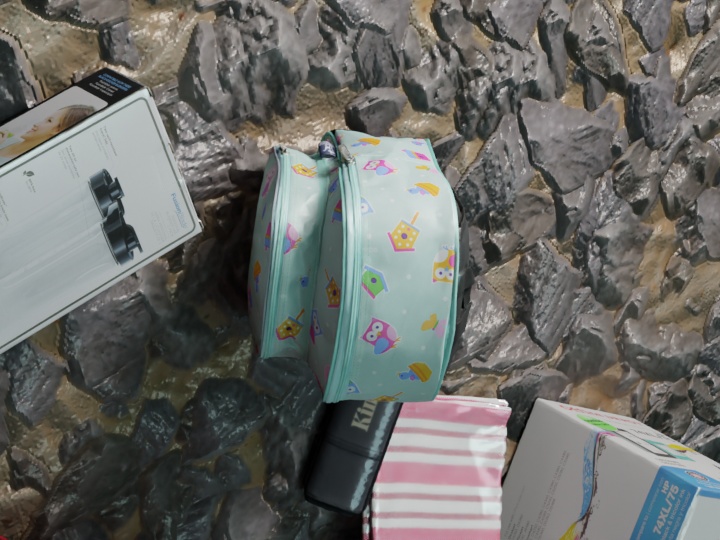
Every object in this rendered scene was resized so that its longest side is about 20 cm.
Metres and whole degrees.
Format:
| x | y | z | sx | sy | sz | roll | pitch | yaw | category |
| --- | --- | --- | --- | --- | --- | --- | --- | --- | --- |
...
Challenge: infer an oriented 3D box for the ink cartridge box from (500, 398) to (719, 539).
| x | y | z | sx | sy | sz | roll | pitch | yaw | category |
| --- | --- | --- | --- | --- | --- | --- | --- | --- | --- |
| 0.239 | 0.222 | 1.354 | 0.147 | 0.200 | 0.146 | 15 | 98 | -40 | ink cartridge box |

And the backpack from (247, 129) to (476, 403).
| x | y | z | sx | sy | sz | roll | pitch | yaw | category |
| --- | --- | --- | --- | --- | --- | --- | --- | --- | --- |
| 0.000 | 0.000 | 1.076 | 0.153 | 0.200 | 0.176 | 3 | 109 | -16 | backpack |

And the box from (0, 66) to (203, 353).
| x | y | z | sx | sy | sz | roll | pitch | yaw | category |
| --- | --- | --- | --- | --- | --- | --- | --- | --- | --- |
| -0.211 | -0.031 | 0.993 | 0.200 | 0.060 | 0.117 | -34 | 126 | -21 | box |

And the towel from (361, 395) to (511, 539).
| x | y | z | sx | sy | sz | roll | pitch | yaw | category |
| --- | --- | --- | --- | --- | --- | --- | --- | --- | --- |
| 0.064 | 0.203 | 1.283 | 0.146 | 0.030 | 0.200 | 6 | 84 | -39 | towel |

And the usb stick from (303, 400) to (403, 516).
| x | y | z | sx | sy | sz | roll | pitch | yaw | category |
| --- | --- | --- | --- | --- | --- | --- | --- | --- | --- |
| 0.008 | 0.097 | 1.223 | 0.033 | 0.055 | 0.200 | -14 | 124 | -76 | usb stick |

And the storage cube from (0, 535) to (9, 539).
| x | y | z | sx | sy | sz | roll | pitch | yaw | category |
| --- | --- | --- | --- | --- | --- | --- | --- | --- | --- |
| -0.203 | 0.307 | 1.044 | 0.200 | 0.180 | 0.171 | -58 | 136 | -17 | storage cube |
